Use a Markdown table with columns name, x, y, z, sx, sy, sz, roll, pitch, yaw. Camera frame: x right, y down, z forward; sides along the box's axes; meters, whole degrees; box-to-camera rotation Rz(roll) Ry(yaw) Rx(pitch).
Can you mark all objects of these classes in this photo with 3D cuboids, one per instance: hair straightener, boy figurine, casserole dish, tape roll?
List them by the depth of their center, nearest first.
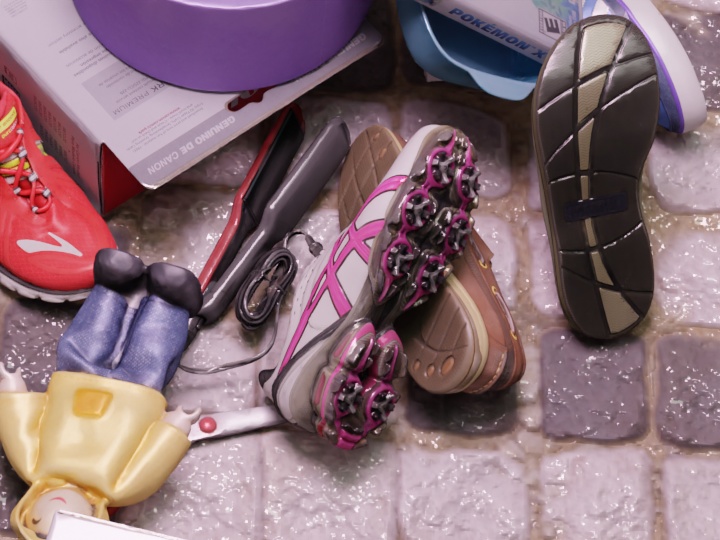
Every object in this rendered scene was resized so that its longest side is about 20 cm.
| name | x | y | z | sx | sy | sz | roll | pitch | yaw |
| --- | --- | --- | --- | --- | --- | --- | --- | --- | --- |
| boy figurine | -0.160 | 0.089 | 1.484 | 0.123 | 0.065 | 0.201 | 18 | 65 | 5 |
| tape roll | -0.084 | -0.216 | 1.576 | 0.198 | 0.085 | 0.201 | 3 | 57 | -4 |
| hair straightener | -0.055 | -0.015 | 1.577 | 0.076 | 0.041 | 0.201 | 17 | 59 | 25 |
| casserole dish | 0.064 | -0.193 | 1.603 | 0.121 | 0.039 | 0.202 | 9 | 63 | -40 |

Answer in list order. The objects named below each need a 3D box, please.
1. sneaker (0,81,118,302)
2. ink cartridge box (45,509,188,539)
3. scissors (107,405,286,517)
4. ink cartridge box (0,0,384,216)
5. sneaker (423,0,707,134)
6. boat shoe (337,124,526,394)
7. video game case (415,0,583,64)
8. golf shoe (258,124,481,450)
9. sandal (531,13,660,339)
| name | x | y | z | sx | sy | sz | roll | pitch | yaw |
| --- | --- | --- | --- | --- | --- | --- | --- | --- | --- |
| sneaker | -0.221 | -0.064 | 1.569 | 0.077 | 0.085 | 0.200 | -34 | 69 | -23 |
| ink cartridge box | -0.140 | 0.237 | 1.339 | 0.083 | 0.200 | 0.145 | 14 | 59 | 1 |
| scissors | -0.106 | 0.091 | 1.536 | 0.199 | 0.014 | 0.073 | -24 | 64 | -18 |
| ink cartridge box | -0.112 | -0.133 | 1.621 | 0.199 | 0.084 | 0.176 | -33 | 66 | -23 |
| sneaker | 0.117 | -0.142 | 1.674 | 0.146 | 0.081 | 0.201 | -33 | 79 | -7 |
| boat shoe | 0.044 | -0.004 | 1.587 | 0.067 | 0.072 | 0.201 | 11 | 43 | -40 |
| video game case | 0.068 | -0.240 | 1.585 | 0.182 | 0.022 | 0.201 | 22 | 56 | -37 |
| golf shoe | 0.000 | 0.000 | 1.519 | 0.092 | 0.072 | 0.201 | 25 | 88 | 41 |
| sandal | 0.142 | -0.059 | 1.588 | 0.079 | 0.057 | 0.203 | -2 | 104 | -8 |
